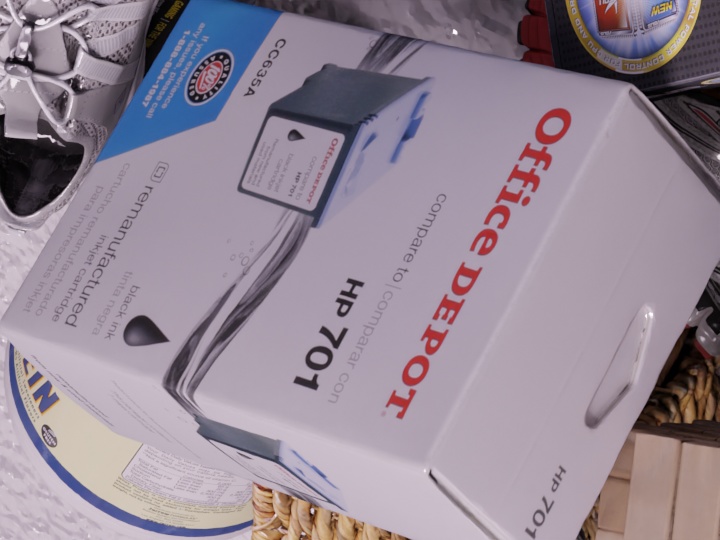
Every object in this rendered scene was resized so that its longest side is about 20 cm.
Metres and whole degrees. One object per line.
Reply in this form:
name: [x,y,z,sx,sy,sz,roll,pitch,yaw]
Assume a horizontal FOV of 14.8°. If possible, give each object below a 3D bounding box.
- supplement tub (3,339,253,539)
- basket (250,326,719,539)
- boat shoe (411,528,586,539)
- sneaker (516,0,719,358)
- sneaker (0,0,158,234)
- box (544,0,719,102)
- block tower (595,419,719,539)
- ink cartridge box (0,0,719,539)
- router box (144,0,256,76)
supplement tub: [-0.053,0.010,1.137,0.145,0.145,0.200,45,141,7]
basket: [0.052,0.086,1.091,0.149,0.143,0.200,23,137,23]
boat shoe: [0.039,0.133,0.987,0.069,0.057,0.200,43,142,13]
sneaker: [0.138,-0.032,0.971,0.200,0.078,0.082,51,140,-1]
sneaker: [-0.108,-0.086,1.007,0.075,0.082,0.200,12,148,6]
box: [0.135,-0.144,0.862,0.200,0.044,0.161,-9,88,48]
block tower: [0.154,0.081,0.961,0.054,0.200,0.058,9,93,38]
ink cartridge box: [0.000,0.000,0.930,0.200,0.147,0.086,15,159,42]
router box: [-0.118,-0.132,1.087,0.149,0.051,0.200,24,155,-14]
